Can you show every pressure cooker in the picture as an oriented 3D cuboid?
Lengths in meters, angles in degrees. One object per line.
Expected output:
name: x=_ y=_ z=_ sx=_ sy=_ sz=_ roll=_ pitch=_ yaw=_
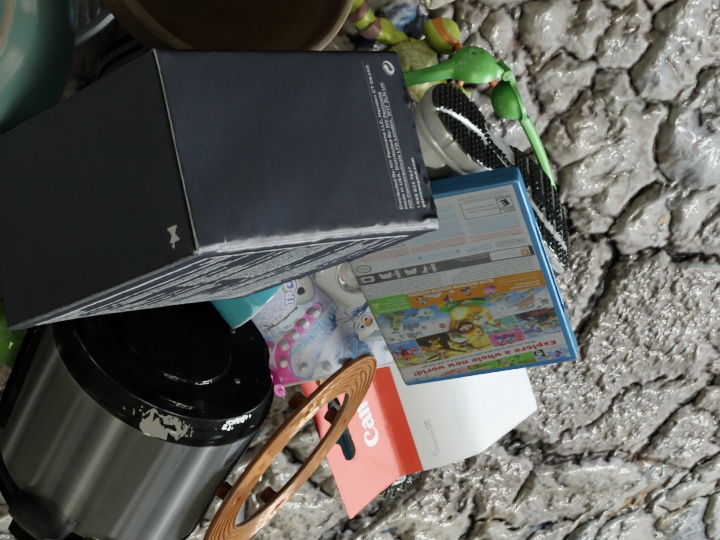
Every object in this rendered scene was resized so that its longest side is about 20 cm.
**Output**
pressure cooker: x=-0.174 y=0.117 z=1.136 sx=0.175 sy=0.179 sz=0.201 roll=9 pitch=129 yaw=-32

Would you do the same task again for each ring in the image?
ring: x=-0.057 y=0.139 z=1.178 sx=0.201 sy=0.019 sz=0.201 roll=-48 pitch=166 yaw=-16

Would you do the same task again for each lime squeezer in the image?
lime squeezer: x=0.092 y=-0.122 z=1.147 sx=0.199 sy=0.038 sz=0.071 roll=25 pitch=92 yaw=-32

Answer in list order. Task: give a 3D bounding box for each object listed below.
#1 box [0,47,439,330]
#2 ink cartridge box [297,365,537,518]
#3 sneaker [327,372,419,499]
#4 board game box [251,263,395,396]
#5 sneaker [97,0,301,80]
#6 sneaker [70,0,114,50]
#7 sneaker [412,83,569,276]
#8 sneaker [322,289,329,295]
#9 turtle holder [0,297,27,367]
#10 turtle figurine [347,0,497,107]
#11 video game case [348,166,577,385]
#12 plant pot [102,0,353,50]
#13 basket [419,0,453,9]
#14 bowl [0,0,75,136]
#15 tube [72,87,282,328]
box: x=-0.096 y=-0.051 z=0.951 sx=0.197 sy=0.124 sz=0.199 roll=-9 pitch=173 yaw=-46
ink cartridge box: x=0.052 y=0.097 z=1.309 sx=0.199 sy=0.047 sz=0.161 roll=-34 pitch=120 yaw=-30
sneaker: x=-0.014 y=0.103 z=1.347 sx=0.078 sy=0.090 sz=0.202 roll=-28 pitch=117 yaw=-30
board game box: x=0.000 y=0.000 z=1.197 sx=0.198 sy=0.026 sz=0.202 roll=-10 pitch=123 yaw=-24
sneaker: x=-0.081 y=-0.149 z=1.122 sx=0.198 sy=0.076 sz=0.116 roll=-23 pitch=139 yaw=12
sneaker: x=-0.238 y=-0.160 z=1.043 sx=0.199 sy=0.079 sz=0.079 roll=-35 pitch=91 yaw=-12
sneaker: x=0.085 y=-0.058 z=1.152 sx=0.080 sy=0.074 sz=0.200 roll=-27 pitch=128 yaw=29
sneaker: x=-0.081 y=-0.012 z=1.223 sx=0.198 sy=0.077 sz=0.076 roll=-6 pitch=128 yaw=-20
turtle holder: x=-0.343 y=0.083 z=1.157 sx=0.184 sy=0.132 sz=0.142 roll=-2 pitch=124 yaw=-35
turtle figurine: x=0.025 y=-0.136 z=1.172 sx=0.161 sy=0.065 sz=0.200 roll=-39 pitch=132 yaw=12
video game case: x=0.073 y=0.010 z=1.160 sx=0.142 sy=0.018 sz=0.201 roll=-10 pitch=135 yaw=15
plant pot: x=-0.105 y=-0.213 z=1.006 sx=0.199 sy=0.203 sz=0.092 roll=15 pitch=162 yaw=-31
basket: x=0.053 y=-0.288 z=1.008 sx=0.123 sy=0.136 sz=0.201 roll=-26 pitch=133 yaw=4
bowl: x=-0.268 y=-0.156 z=0.940 sx=0.199 sy=0.105 sz=0.203 roll=0 pitch=89 yaw=-16
tube: x=-0.136 y=-0.050 z=1.105 sx=0.050 sy=0.077 sz=0.200 roll=-41 pitch=97 yaw=-9
